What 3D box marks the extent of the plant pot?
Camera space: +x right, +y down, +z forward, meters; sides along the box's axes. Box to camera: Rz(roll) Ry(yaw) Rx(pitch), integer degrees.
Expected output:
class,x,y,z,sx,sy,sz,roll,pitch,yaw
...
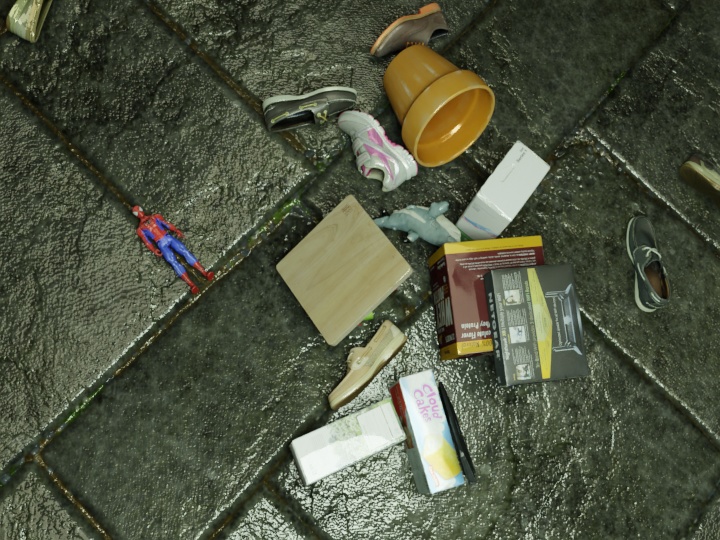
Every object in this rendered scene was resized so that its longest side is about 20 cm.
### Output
class,x,y,z,sx,sy,sz,roll,pitch,yaw
plant pot,0.141,-0.349,1.467,0.197,0.202,0.185,-28,63,-15

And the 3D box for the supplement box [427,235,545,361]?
class,x,y,z,sx,sy,sz,roll,pitch,yaw
supplement box,0.245,0.055,1.374,0.192,0.133,0.206,-5,79,-10

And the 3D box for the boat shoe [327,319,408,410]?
class,x,y,z,sx,sy,sz,roll,pitch,yaw
boat shoe,0.003,0.176,1.348,0.064,0.072,0.199,42,64,12

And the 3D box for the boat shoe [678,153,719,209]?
class,x,y,z,sx,sy,sz,roll,pitch,yaw
boat shoe,0.789,-0.181,1.565,0.199,0.073,0.065,41,77,5

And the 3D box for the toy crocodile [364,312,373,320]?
class,x,y,z,sx,sy,sz,roll,pitch,yaw
toy crocodile,0.000,0.000,1.399,0.066,0.062,0.205,3,73,-8

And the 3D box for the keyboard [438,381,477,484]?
class,x,y,z,sx,sy,sz,roll,pitch,yaw
keyboard,0.174,0.301,1.288,0.020,0.201,0.129,-22,118,7

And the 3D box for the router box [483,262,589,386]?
class,x,y,z,sx,sy,sz,roll,pitch,yaw
router box,0.309,0.096,1.279,0.153,0.052,0.206,-4,80,-9

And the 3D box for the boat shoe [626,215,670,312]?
class,x,y,z,sx,sy,sz,roll,pitch,yaw
boat shoe,0.601,-0.022,1.494,0.070,0.068,0.205,0,72,-7

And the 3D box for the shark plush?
class,x,y,z,sx,sy,sz,roll,pitch,yaw
shark plush,0.102,-0.090,1.424,0.195,0.091,0.085,13,61,-1

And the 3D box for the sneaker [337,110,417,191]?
class,x,y,z,sx,sy,sz,roll,pitch,yaw
sneaker,0.020,-0.241,1.463,0.200,0.082,0.088,43,76,11

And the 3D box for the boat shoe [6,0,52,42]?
class,x,y,z,sx,sy,sz,roll,pitch,yaw
boat shoe,-0.639,-0.558,1.464,0.062,0.073,0.204,27,74,-7

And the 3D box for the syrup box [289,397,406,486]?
class,x,y,z,sx,sy,sz,roll,pitch,yaw
syrup box,-0.024,0.308,1.294,0.196,0.082,0.080,-22,76,-14

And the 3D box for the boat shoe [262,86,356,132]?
class,x,y,z,sx,sy,sz,roll,pitch,yaw
boat shoe,-0.099,-0.326,1.476,0.196,0.072,0.062,-11,72,-3

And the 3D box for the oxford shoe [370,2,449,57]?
class,x,y,z,sx,sy,sz,roll,pitch,yaw
oxford shoe,0.110,-0.505,1.561,0.198,0.071,0.074,-34,86,-16

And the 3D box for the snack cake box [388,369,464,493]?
class,x,y,z,sx,sy,sz,roll,pitch,yaw
snack cake box,0.116,0.292,1.302,0.066,0.115,0.205,-14,77,-10

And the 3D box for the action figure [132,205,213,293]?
class,x,y,z,sx,sy,sz,roll,pitch,yaw
action figure,-0.363,-0.049,1.368,0.065,0.052,0.200,-43,82,-14

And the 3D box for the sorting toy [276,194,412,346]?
class,x,y,z,sx,sy,sz,roll,pitch,yaw
sorting toy,-0.024,0.005,1.338,0.199,0.069,0.200,-42,62,6

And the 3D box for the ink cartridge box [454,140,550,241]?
class,x,y,z,sx,sy,sz,roll,pitch,yaw
ink cartridge box,0.268,-0.136,1.406,0.083,0.200,0.146,37,72,5
